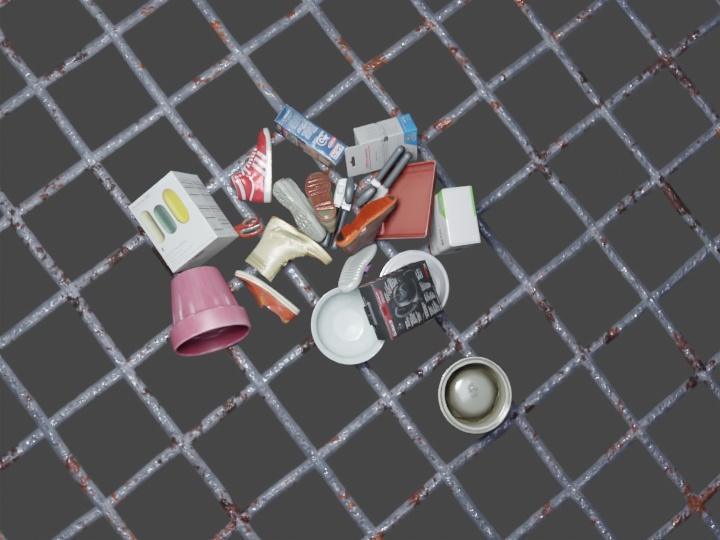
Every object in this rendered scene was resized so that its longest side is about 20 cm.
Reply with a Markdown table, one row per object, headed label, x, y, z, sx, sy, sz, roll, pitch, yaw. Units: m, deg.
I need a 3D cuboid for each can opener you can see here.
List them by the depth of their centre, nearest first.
| label | x | y | z | sx | sy | sz | roll | pitch | yaw |
| --- | --- | --- | --- | --- | --- | --- | --- | --- | --- |
| can opener | 0.064 | -0.241 | 1.705 | 0.053 | 0.066 | 0.200 | 39 | 113 | 1 |
| can opener | -0.058 | -0.156 | 1.717 | 0.053 | 0.067 | 0.202 | 16 | 84 | -2 |

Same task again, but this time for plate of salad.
| label | x | y | z | sx | sy | sz | roll | pitch | yaw |
| --- | --- | --- | --- | --- | --- | --- | --- | --- | --- |
| plate of salad | 0.142 | 0.046 | 1.725 | 0.198 | 0.048 | 0.202 | 0 | 91 | -12 |

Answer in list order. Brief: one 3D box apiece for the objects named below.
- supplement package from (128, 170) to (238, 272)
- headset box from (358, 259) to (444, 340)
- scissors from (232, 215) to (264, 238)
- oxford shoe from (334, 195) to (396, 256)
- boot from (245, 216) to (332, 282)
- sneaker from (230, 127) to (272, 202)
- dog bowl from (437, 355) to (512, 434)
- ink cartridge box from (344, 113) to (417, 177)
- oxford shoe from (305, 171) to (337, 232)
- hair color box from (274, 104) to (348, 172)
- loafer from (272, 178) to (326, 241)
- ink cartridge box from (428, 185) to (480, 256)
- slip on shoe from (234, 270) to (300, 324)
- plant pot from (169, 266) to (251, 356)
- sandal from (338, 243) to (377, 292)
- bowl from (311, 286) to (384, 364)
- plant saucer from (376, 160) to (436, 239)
| label | x | y | z | sx | sy | sz | roll | pitch | yaw |
| --- | --- | --- | --- | --- | --- | --- | --- | --- | --- |
| supplement package | -0.447 | -0.124 | 1.627 | 0.151 | 0.151 | 0.201 | -36 | 88 | 11 |
| headset box | 0.097 | 0.079 | 1.624 | 0.199 | 0.077 | 0.150 | -24 | 96 | -28 |
| scissors | -0.355 | -0.097 | 1.698 | 0.198 | 0.014 | 0.073 | -19 | 50 | -6 |
| oxford shoe | 0.025 | -0.121 | 1.704 | 0.200 | 0.071 | 0.073 | -40 | 125 | 1 |
| boot | -0.190 | -0.030 | 1.693 | 0.199 | 0.073 | 0.156 | 33 | 83 | 1 |
| sneaker | -0.292 | -0.283 | 1.710 | 0.111 | 0.071 | 0.202 | 0 | 87 | -7 |
| dog bowl | 0.297 | 0.328 | 1.698 | 0.198 | 0.074 | 0.202 | 0 | 85 | -3 |
| ink cartridge box | 0.049 | -0.334 | 1.710 | 0.198 | 0.116 | 0.068 | -16 | 56 | -6 |
| oxford shoe | -0.104 | -0.182 | 1.695 | 0.070 | 0.074 | 0.201 | -12 | 48 | 0 |
| hair color box | -0.132 | -0.352 | 1.713 | 0.199 | 0.100 | 0.061 | 34 | 84 | 0 |
| loafer | -0.153 | -0.167 | 1.708 | 0.070 | 0.070 | 0.201 | -35 | 87 | -39 |
| ink cartridge box | 0.236 | -0.125 | 1.670 | 0.083 | 0.200 | 0.147 | -8 | 86 | -8 |
| slip on shoe | -0.253 | 0.069 | 1.684 | 0.200 | 0.074 | 0.061 | 39 | 86 | -5 |
| plant pot | -0.397 | 0.098 | 1.620 | 0.198 | 0.200 | 0.180 | -20 | 71 | -6 |
| sandal | -0.006 | 0.001 | 1.675 | 0.082 | 0.203 | 0.050 | -12 | 120 | 33 |
| bowl | -0.031 | 0.144 | 1.681 | 0.199 | 0.090 | 0.203 | 0 | 85 | -5 |
| plant saucer | 0.125 | -0.180 | 1.693 | 0.037 | 0.199 | 0.202 | 14 | 82 | -40 |
